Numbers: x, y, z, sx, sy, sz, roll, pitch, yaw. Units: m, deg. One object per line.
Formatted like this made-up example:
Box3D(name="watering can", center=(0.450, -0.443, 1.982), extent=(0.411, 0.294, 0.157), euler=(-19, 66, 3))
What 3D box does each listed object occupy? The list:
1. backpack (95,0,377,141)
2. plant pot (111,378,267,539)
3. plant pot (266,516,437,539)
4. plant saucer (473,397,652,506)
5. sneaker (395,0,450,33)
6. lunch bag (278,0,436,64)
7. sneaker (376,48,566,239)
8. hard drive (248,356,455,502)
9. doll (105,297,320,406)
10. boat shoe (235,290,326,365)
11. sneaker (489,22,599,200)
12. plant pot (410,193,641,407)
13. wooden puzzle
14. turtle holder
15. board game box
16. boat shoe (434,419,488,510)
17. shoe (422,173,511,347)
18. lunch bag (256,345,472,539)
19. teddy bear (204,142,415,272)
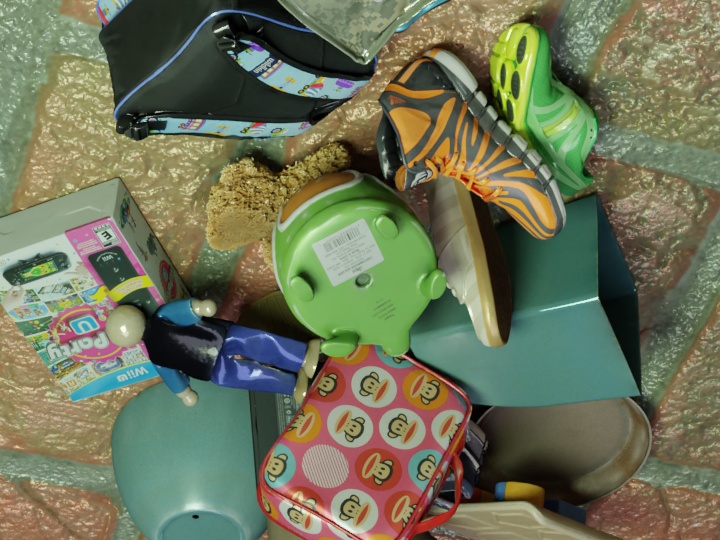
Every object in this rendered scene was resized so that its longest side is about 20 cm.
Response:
Box3D(name="backpack", center=(-0.094, -0.190, 1.434), extent=(0.199, 0.135, 0.182), euler=(6, 149, -41))
Box3D(name="plant pot", center=(-0.164, 0.227, 1.804), extent=(0.199, 0.135, 0.201), euler=(-1, 131, -1))
Box3D(name="plant pot", center=(-0.017, 0.274, 1.758), extent=(0.199, 0.200, 0.174), euler=(-13, 112, 8))
Box3D(name="plant saucer", center=(0.210, 0.180, 1.851), extent=(0.199, 0.032, 0.201), euler=(-1, 131, -1))
Box3D(name="sneaker", center=(0.091, -0.265, 1.417), extent=(0.200, 0.082, 0.073), euler=(-36, 122, 24))
Box3D(name="lunch bag", center=(-0.037, -0.288, 1.334), extent=(0.200, 0.165, 0.117), euler=(33, 125, -27))
Box3D(name="sneaker", center=(0.085, -0.087, 1.513), extent=(0.200, 0.112, 0.078), euler=(49, 155, -2))
Box3D(name="hard drive", center=(-0.007, 0.153, 1.696), extent=(0.199, 0.140, 0.033), euler=(-3, 148, -7))
Box3D(name="doll", center=(-0.144, 0.077, 1.634), extent=(0.199, 0.049, 0.137), euler=(15, 131, -8))
Box3D(name="boat shoe", center=(-0.034, 0.043, 1.687), extent=(0.200, 0.074, 0.063), euler=(-26, 163, 29))
Box3D(name="sneaker", center=(0.167, -0.144, 1.545), extent=(0.083, 0.074, 0.201), euler=(-22, 134, -7))
Box3D(name="plant pot", center=(0.154, 0.044, 1.663), extent=(0.199, 0.142, 0.142), euler=(-14, 131, 20))
Box3D(name="wooden puzzle", center=(0.163, 0.261, 1.847), extent=(0.199, 0.047, 0.185), euler=(-3, 159, 42))
Box3D(name="turtle holder", center=(0.004, -0.010, 1.528), extent=(0.185, 0.132, 0.141), euler=(27, 111, -32))
Box3D(name="board game box", center=(-0.256, 0.022, 1.666), extent=(0.147, 0.064, 0.200), euler=(-18, 131, 13))
Box3D(name="boat shoe", center=(0.047, 0.161, 1.766), extent=(0.200, 0.093, 0.075), euler=(35, 126, -15))
Box3D(name="shoe", center=(0.095, -0.022, 1.572), extent=(0.053, 0.201, 0.070), euler=(-17, 160, 20))
Box3D(name="lunch bag", center=(0.016, 0.175, 1.616), extent=(0.176, 0.200, 0.082), euler=(28, 149, 11))
Box3D(name="teddy bear", center=(-0.048, -0.059, 1.613), extent=(0.199, 0.067, 0.145), euler=(-7, 141, -6))
